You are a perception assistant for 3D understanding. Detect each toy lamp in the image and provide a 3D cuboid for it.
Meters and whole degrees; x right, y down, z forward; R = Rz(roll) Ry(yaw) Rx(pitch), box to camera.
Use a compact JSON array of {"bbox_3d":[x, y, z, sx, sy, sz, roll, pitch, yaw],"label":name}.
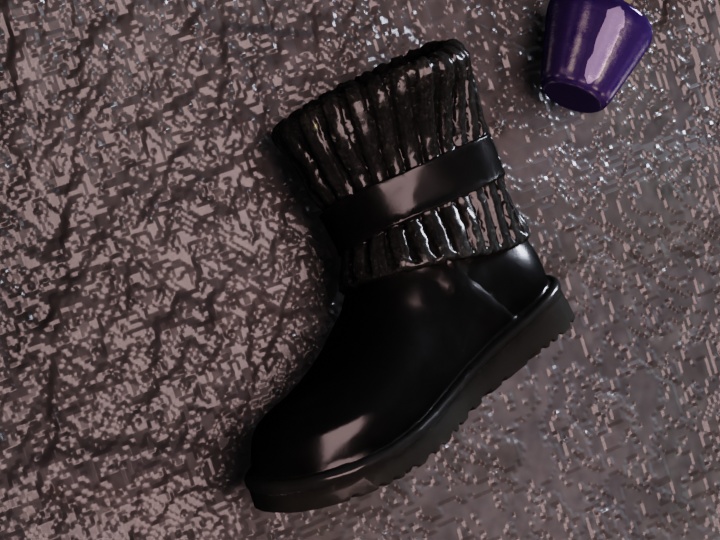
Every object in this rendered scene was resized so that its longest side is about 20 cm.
[{"bbox_3d":[0.140,-0.175,1.193,0.058,0.058,0.201,31,69,-24],"label":"toy lamp"}]

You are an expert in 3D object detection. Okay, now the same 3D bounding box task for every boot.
[{"bbox_3d":[-0.001,0.000,1.079,0.211,0.079,0.158,-39,111,-38],"label":"boot"}]
